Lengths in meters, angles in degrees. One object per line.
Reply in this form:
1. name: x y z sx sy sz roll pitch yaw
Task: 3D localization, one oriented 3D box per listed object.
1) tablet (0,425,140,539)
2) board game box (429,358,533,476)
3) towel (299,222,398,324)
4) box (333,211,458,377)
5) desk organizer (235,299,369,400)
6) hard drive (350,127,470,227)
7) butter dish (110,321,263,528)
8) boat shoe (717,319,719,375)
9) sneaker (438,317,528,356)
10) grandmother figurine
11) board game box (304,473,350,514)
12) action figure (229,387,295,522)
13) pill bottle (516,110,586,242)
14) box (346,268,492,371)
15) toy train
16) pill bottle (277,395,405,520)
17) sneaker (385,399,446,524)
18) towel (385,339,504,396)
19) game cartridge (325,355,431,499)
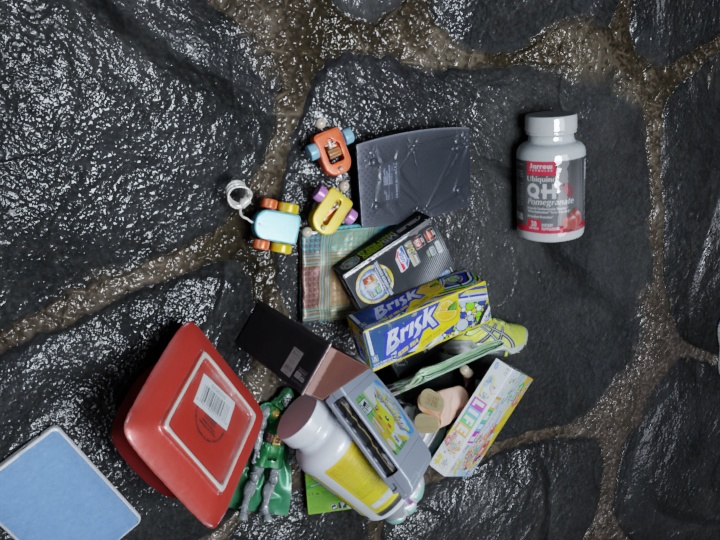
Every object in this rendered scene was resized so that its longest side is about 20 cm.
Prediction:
1. tablet: -0.394 0.309 0.982 0.130 0.014 0.200 -38 121 -17
2. board game box: 0.200 0.245 1.227 0.200 0.034 0.134 -58 150 2
3. towel: 0.000 0.000 1.127 0.200 0.022 0.147 -7 105 -30
4. box: 0.073 0.037 1.130 0.160 0.044 0.200 -33 116 -11
5. desk organizer: -0.082 0.112 1.006 0.077 0.200 0.072 33 85 -36
6. hard drive: 0.076 -0.143 1.123 0.200 0.042 0.135 -14 111 -27
7. butter dish: -0.246 0.204 0.973 0.200 0.148 0.200 58 32 -28
8. boat shoe: 0.848 0.193 1.672 0.072 0.072 0.200 -34 118 -19
9. sneaker: 0.206 0.098 1.253 0.200 0.075 0.077 1 103 -33
10. grandmother figurine: 0.161 0.212 1.233 0.200 0.061 0.121 3 111 -57
11. board game box: -0.042 0.283 1.165 0.095 0.030 0.200 -5 110 -8
12. action figure: -0.134 0.269 1.109 0.118 0.055 0.200 13 93 -30
13. pill bottle: 0.311 -0.155 1.223 0.111 0.111 0.200 -15 111 -27
14. box: 0.086 0.069 1.085 0.200 0.064 0.070 -22 115 -16
15. toy train: -0.086 -0.111 1.032 0.200 0.056 0.150 -31 107 -17
16. pill bottle: -0.022 0.266 1.088 0.200 0.112 0.112 44 79 -22
17. sneaker: 0.046 0.305 1.219 0.140 0.078 0.200 25 80 -32
18. towel: 0.110 0.155 1.151 0.152 0.200 0.023 -18 79 -26
19. game cartridge: 0.025 0.214 1.064 0.040 0.133 0.200 -38 86 15
